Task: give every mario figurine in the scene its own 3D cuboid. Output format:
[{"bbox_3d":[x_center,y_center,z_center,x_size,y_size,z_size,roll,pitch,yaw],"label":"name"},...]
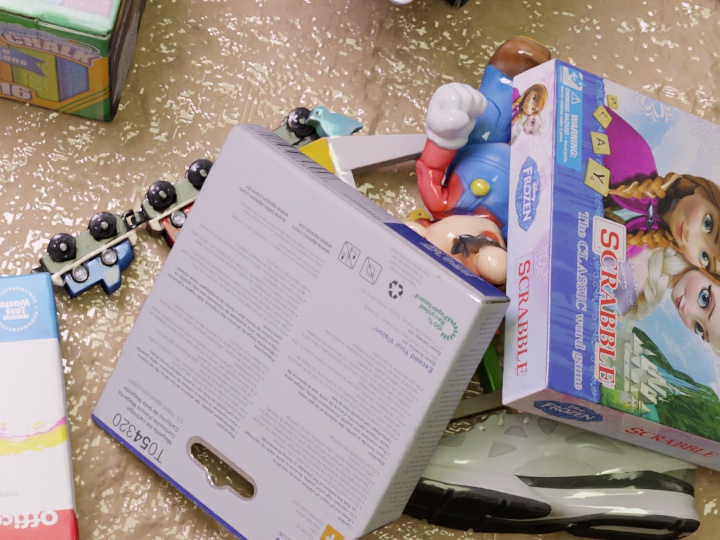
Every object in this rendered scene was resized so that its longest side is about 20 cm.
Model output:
[{"bbox_3d":[0.083,-0.034,1.594,0.123,0.106,0.200,23,68,8],"label":"mario figurine"}]

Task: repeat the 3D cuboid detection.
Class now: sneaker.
[{"bbox_3d":[0.099,0.091,1.611,0.200,0.076,0.116,7,71,-12],"label":"sneaker"}]

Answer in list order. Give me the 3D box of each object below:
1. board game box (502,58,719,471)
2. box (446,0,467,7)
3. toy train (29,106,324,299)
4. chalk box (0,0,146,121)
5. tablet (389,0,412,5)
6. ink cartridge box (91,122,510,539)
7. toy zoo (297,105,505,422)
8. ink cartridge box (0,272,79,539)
[{"bbox_3d":[0.171,0.002,1.594,0.199,0.041,0.200,18,65,-34],"label":"board game box"},{"bbox_3d":[0.101,-0.279,1.675,0.200,0.148,0.107,-42,81,-13],"label":"box"},{"bbox_3d":[-0.104,-0.035,1.650,0.200,0.034,0.046,-28,89,-12],"label":"toy train"},{"bbox_3d":[-0.187,-0.184,1.598,0.124,0.200,0.125,14,73,0],"label":"chalk box"},{"bbox_3d":[0.039,-0.258,1.580,0.130,0.014,0.200,40,76,7],"label":"tablet"},{"bbox_3d":[-0.037,0.050,1.569,0.196,0.043,0.200,36,109,28],"label":"ink cartridge box"},{"bbox_3d":[0.000,0.000,1.634,0.131,0.020,0.200,-14,81,-16],"label":"toy zoo"},{"bbox_3d":[-0.222,0.109,1.580,0.116,0.067,0.200,-6,75,-6],"label":"ink cartridge box"}]
